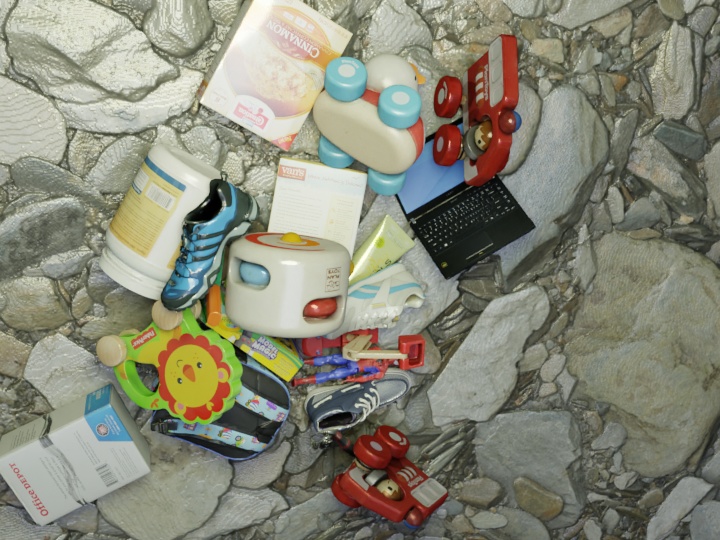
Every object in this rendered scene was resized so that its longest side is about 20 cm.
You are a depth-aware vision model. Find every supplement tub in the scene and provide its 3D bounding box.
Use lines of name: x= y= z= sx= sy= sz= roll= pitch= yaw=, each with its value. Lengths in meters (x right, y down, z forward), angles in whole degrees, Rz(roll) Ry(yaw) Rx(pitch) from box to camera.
supplement tub: x=-0.290 y=-0.072 z=1.257 sx=0.144 sy=0.145 sz=0.201 roll=28 pitch=100 yaw=-23

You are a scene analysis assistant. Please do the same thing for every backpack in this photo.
backpack: x=-0.223 y=0.205 z=1.380 sx=0.199 sy=0.135 sz=0.183 roll=29 pitch=99 yaw=-22

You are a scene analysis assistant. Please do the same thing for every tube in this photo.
tube: x=0.000 y=0.000 z=1.418 sx=0.200 sy=0.052 sz=0.058 roll=-45 pitch=157 yaw=-1

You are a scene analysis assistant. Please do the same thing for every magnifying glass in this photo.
magnifying glass: x=-0.223 y=0.019 z=1.279 sx=0.022 sy=0.200 sz=0.080 roll=15 pitch=116 yaw=-17

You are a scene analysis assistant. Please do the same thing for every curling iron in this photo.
curling iron: x=-0.038 y=0.304 z=1.470 sx=0.049 sy=0.026 sz=0.200 roll=-21 pitch=157 yaw=11

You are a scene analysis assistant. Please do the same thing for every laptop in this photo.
laptop: x=0.162 y=-0.122 z=1.387 sx=0.177 sy=0.201 sz=0.103 roll=-30 pitch=153 yaw=-3

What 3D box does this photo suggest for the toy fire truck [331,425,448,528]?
toy fire truck: x=0.057 y=0.374 z=1.471 sx=0.168 sy=0.200 sz=0.113 roll=35 pitch=106 yaw=20

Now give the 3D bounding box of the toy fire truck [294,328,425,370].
toy fire truck: x=-0.004 y=0.121 z=1.408 sx=0.199 sy=0.141 sz=0.049 roll=-4 pitch=110 yaw=-14

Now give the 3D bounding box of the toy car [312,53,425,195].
toy car: x=0.045 y=-0.258 z=1.278 sx=0.176 sy=0.185 sz=0.200 roll=29 pitch=59 yaw=13

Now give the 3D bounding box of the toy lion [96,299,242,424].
toy lion: x=-0.276 y=0.147 z=1.258 sx=0.199 sy=0.069 sz=0.193 roll=-30 pitch=85 yaw=24

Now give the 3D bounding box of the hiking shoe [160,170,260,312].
hiking shoe: x=-0.230 y=-0.040 z=1.177 sx=0.087 sy=0.074 sz=0.201 roll=40 pitch=78 yaw=-47

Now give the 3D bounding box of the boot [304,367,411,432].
boot: x=0.004 y=0.235 z=1.479 sx=0.199 sy=0.090 sz=0.073 roll=-16 pitch=113 yaw=-9

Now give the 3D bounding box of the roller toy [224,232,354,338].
roller toy: x=-0.105 y=0.013 z=1.253 sx=0.198 sy=0.182 sz=0.141 roll=5 pitch=101 yaw=-6

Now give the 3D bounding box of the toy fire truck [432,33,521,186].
toy fire truck: x=0.194 y=-0.242 z=1.301 sx=0.111 sy=0.168 sz=0.201 roll=6 pitch=76 yaw=-17

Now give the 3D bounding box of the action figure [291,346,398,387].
action figure: x=-0.022 y=0.166 z=1.464 sx=0.199 sy=0.052 sz=0.066 roll=-5 pitch=70 yaw=-16

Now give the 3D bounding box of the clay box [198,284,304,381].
clay box: x=-0.187 y=0.089 z=1.360 sx=0.200 sy=0.115 sz=0.048 roll=40 pitch=95 yaw=-25

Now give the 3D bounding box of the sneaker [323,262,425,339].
sneaker: x=0.021 y=0.061 z=1.385 sx=0.199 sy=0.081 sz=0.077 roll=-31 pitch=156 yaw=-28

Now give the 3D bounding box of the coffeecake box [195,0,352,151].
coffeecake box: x=-0.131 y=-0.307 z=1.256 sx=0.153 sy=0.073 sz=0.201 roll=26 pitch=101 yaw=-23

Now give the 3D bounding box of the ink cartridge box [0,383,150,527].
ink cartridge box: x=-0.466 y=0.301 z=1.375 sx=0.199 sy=0.084 sz=0.146 roll=-26 pitch=114 yaw=-6

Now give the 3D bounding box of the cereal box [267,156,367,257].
cereal box: x=-0.076 y=-0.073 z=1.352 sx=0.143 sy=0.040 sz=0.201 roll=11 pitch=101 yaw=-6
